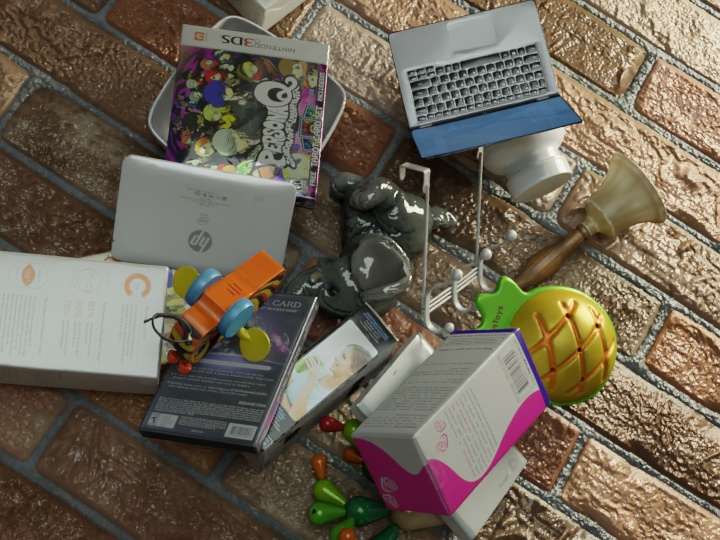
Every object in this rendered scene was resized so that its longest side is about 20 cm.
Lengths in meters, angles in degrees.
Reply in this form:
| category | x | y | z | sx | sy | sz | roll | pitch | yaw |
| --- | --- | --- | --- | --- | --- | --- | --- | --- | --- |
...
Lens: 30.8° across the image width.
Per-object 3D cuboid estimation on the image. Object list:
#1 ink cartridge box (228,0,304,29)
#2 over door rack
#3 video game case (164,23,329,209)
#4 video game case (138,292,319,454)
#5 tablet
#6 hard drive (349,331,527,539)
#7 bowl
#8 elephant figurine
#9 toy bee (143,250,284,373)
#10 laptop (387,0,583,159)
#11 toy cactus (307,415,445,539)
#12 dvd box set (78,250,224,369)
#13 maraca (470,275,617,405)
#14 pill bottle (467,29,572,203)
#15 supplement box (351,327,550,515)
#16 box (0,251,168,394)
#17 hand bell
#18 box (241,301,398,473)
| category | x | y | z | sx | sy | sz | roll | pitch | yaw |
| --- | --- | --- | --- | --- | --- | --- | --- | --- | --- |
| ink cartridge box | -0.149 | -0.416 | 1.658 | 0.116 | 0.067 | 0.200 | -39 | 82 | -19 |
| over door rack | 0.118 | -0.046 | 1.506 | 0.147 | 0.066 | 0.203 | -32 | 118 | -51 |
| video game case | -0.132 | -0.180 | 1.524 | 0.178 | 0.036 | 0.203 | 7 | 72 | -6 |
| video game case | -0.141 | 0.103 | 1.423 | 0.141 | 0.019 | 0.202 | 5 | 50 | 23 |
| tablet | -0.179 | -0.055 | 1.487 | 0.197 | 0.132 | 0.014 | 10 | 26 | -7 |
| hard drive | 0.091 | 0.187 | 1.481 | 0.201 | 0.026 | 0.132 | 49 | 53 | -7 |
| bowl | -0.138 | -0.180 | 1.580 | 0.198 | 0.075 | 0.201 | 34 | 69 | 3 |
| elephant figurine | 0.000 | 0.000 | 1.527 | 0.153 | 0.141 | 0.203 | 5 | 73 | 32 |
| toy bee | -0.170 | 0.052 | 1.402 | 0.198 | 0.109 | 0.132 | -8 | 52 | -39 |
| laptop | 0.139 | -0.224 | 1.511 | 0.184 | 0.116 | 0.203 | -12 | 76 | 0 |
| toy cactus | 0.022 | 0.262 | 1.461 | 0.162 | 0.102 | 0.203 | 4 | 64 | -19 |
| dvd box set | -0.249 | 0.044 | 1.510 | 0.197 | 0.029 | 0.148 | -13 | 75 | -14 |
| maraca | 0.214 | 0.082 | 1.526 | 0.197 | 0.107 | 0.139 | 18 | 83 | -19 |
| pill bottle | 0.185 | -0.191 | 1.617 | 0.111 | 0.112 | 0.202 | -20 | 77 | -15 |
| supplement box | 0.099 | 0.159 | 1.404 | 0.200 | 0.102 | 0.102 | -41 | 113 | -38 |
| box | -0.314 | 0.059 | 1.426 | 0.197 | 0.098 | 0.126 | 6 | 73 | -8 |
| hand bell | 0.267 | -0.043 | 1.610 | 0.199 | 0.104 | 0.105 | -37 | 81 | -6 |
| box | -0.055 | 0.133 | 1.471 | 0.199 | 0.117 | 0.060 | -38 | 79 | -17 |
